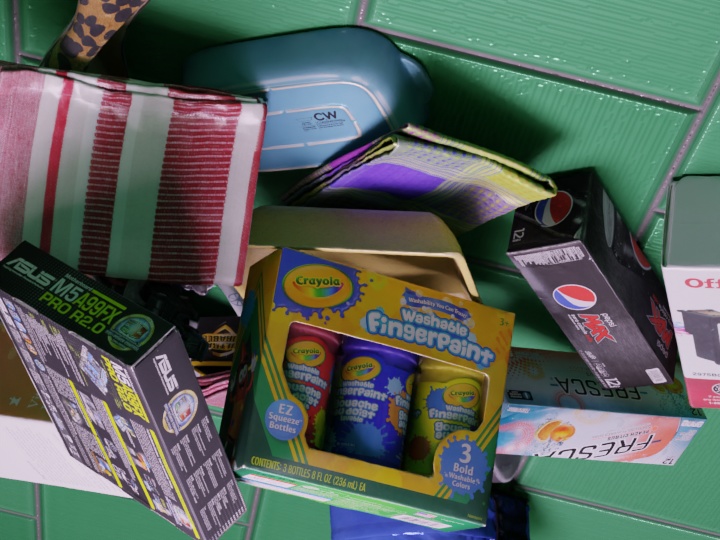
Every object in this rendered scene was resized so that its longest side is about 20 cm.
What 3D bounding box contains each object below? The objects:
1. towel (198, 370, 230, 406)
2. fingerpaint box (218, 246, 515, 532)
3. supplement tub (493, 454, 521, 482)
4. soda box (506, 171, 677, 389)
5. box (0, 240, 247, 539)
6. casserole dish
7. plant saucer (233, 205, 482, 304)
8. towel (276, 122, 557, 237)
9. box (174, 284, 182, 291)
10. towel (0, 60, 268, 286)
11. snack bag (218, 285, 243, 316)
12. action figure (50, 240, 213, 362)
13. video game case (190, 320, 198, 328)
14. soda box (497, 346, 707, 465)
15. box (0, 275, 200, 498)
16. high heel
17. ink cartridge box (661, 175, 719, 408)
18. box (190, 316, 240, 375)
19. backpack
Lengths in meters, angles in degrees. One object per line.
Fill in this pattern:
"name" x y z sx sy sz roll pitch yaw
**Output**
"towel" -0.029 0.118 1.404 0.199 0.023 0.144 22 157 -36
"fingerpaint box" 0.006 0.091 1.267 0.199 0.168 0.073 17 161 -21
"supplement tub" 0.044 0.158 1.555 0.199 0.107 0.107 -2 144 29
"soda box" 0.186 0.012 1.328 0.063 0.071 0.200 -7 142 30
"box" -0.170 0.088 1.192 0.160 0.044 0.201 25 147 35
"casserole dish" -0.044 -0.118 1.246 0.199 0.039 0.121 -5 143 24
"plant saucer" 0.000 0.000 1.335 0.199 0.049 0.200 2 159 13
"towel" 0.039 -0.055 1.278 0.143 0.023 0.200 17 158 -26
"box" -0.251 -0.030 1.448 0.136 0.038 0.200 -1 145 20
"towel" -0.171 -0.064 1.198 0.199 0.023 0.145 6 105 -14
"snack bag" -0.014 0.049 1.502 0.187 0.021 0.200 -2 144 21
"action figure" -0.169 -0.020 1.299 0.193 0.105 0.200 24 -170 -46
"video game case" -0.185 0.084 1.577 0.142 0.018 0.200 21 154 -30
"soda box" 0.186 0.114 1.422 0.199 0.069 0.064 6 133 -24
"box" -0.256 0.090 1.433 0.199 0.153 0.107 3 143 31
"high heel" -0.163 -0.150 1.202 0.142 0.072 0.201 2 137 27
"ink cartridge box" 0.312 0.022 1.289 0.145 0.083 0.200 1 146 19
"box" -0.021 0.086 1.438 0.199 0.050 0.160 -1 157 23
"backpack" 0.069 0.282 1.665 0.162 0.169 0.200 -15 156 27
